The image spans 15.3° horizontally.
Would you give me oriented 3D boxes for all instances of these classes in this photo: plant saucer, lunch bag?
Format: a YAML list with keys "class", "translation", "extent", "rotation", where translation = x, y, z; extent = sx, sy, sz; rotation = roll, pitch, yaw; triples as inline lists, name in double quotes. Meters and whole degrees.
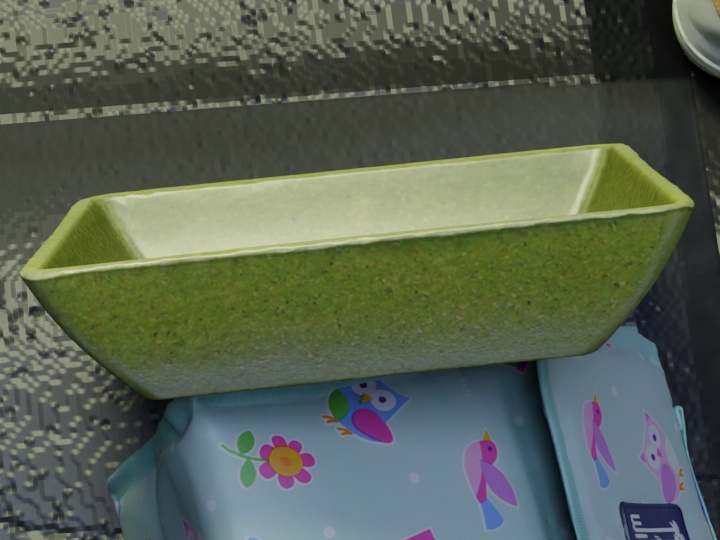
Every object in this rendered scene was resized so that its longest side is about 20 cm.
- class: "plant saucer"
  translation: [0.000, 0.000, 0.870]
  extent: [0.199, 0.200, 0.048]
  rotation: [-5, 98, 0]
- class: "lunch bag"
  translation: [0.038, 0.112, 0.885]
  extent: [0.199, 0.122, 0.171]
  rotation: [-9, 71, -24]

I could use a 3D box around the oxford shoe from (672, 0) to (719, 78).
- class: "oxford shoe"
  translation: [0.216, -0.092, 0.992]
  extent: [0.199, 0.058, 0.076]
  rotation: [6, 72, -7]
